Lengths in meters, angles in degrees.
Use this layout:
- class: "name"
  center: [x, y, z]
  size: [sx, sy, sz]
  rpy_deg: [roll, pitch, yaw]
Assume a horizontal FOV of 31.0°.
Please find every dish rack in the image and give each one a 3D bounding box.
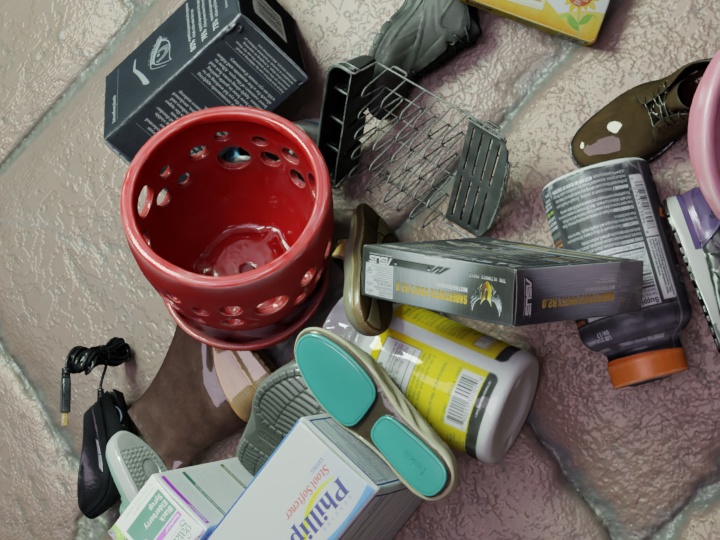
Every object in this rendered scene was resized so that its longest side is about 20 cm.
- class: "dish rack"
  center: [0.052, -0.113, 1.281]
  size: [0.200, 0.055, 0.154]
  rpy_deg: [33, 141, 20]

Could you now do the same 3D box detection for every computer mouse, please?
- class: "computer mouse"
  center: [-0.279, 0.173, 1.398]
  size: [0.046, 0.140, 0.201]
  rpy_deg: [5, 89, 16]

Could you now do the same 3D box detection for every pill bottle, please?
- class: "pill bottle"
  center: [0.242, 0.006, 1.203]
  size: [0.106, 0.106, 0.201]
  rpy_deg: [-17, 80, 21]
- class: "pill bottle"
  center: [0.063, 0.098, 1.269]
  size: [0.199, 0.114, 0.115]
  rpy_deg: [23, 96, 23]

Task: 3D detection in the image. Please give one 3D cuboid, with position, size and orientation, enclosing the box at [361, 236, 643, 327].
- class: "box"
  center: [0.121, 0.007, 1.144]
  size: [0.200, 0.158, 0.049]
  rpy_deg: [11, 101, 50]

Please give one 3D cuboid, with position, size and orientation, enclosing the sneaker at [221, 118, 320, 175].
- class: "sneaker"
  center: [-0.130, -0.119, 1.380]
  size: [0.199, 0.087, 0.075]
  rpy_deg: [-20, 81, 22]

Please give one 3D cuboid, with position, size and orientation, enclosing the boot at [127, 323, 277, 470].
- class: "boot"
  center: [-0.197, 0.100, 1.401]
  size: [0.166, 0.072, 0.200]
  rpy_deg: [-41, 76, 13]

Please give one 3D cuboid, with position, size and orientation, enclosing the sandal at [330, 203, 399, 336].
- class: "sandal"
  center: [0.000, 0.000, 1.264]
  size: [0.054, 0.200, 0.080]
  rpy_deg: [-26, 116, 22]

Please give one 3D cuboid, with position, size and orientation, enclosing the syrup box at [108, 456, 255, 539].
- class: "syrup box"
  center: [-0.155, 0.247, 1.305]
  size: [0.081, 0.200, 0.079]
  rpy_deg: [42, 103, 19]

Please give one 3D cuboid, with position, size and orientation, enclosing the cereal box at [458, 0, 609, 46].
- class: "cereal box"
  center: [0.192, -0.336, 1.257]
  size: [0.143, 0.040, 0.201]
  rpy_deg: [20, 94, 0]

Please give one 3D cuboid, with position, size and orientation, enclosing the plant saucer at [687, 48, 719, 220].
- class: "plant saucer"
  center: [0.358, -0.123, 1.136]
  size: [0.051, 0.200, 0.202]
  rpy_deg: [12, 92, 59]

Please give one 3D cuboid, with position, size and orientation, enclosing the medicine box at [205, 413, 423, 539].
- class: "medicine box"
  center: [-0.035, 0.235, 1.254]
  size: [0.103, 0.200, 0.182]
  rpy_deg: [42, 102, 20]

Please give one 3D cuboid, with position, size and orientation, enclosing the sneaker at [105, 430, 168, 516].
- class: "sneaker"
  center: [-0.248, 0.275, 1.388]
  size: [0.118, 0.074, 0.201]
  rpy_deg: [-22, 100, 23]

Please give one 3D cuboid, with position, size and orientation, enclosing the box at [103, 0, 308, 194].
- class: "box"
  center: [-0.165, -0.200, 1.355]
  size: [0.200, 0.104, 0.148]
  rpy_deg: [-39, 32, 17]

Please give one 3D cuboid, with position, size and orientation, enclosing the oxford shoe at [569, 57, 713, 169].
- class: "oxford shoe"
  center: [0.281, -0.152, 1.209]
  size: [0.199, 0.084, 0.073]
  rpy_deg: [-28, 78, 21]

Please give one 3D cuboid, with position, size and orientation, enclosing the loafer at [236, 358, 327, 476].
- class: "loafer"
  center: [-0.069, 0.138, 1.305]
  size: [0.075, 0.070, 0.200]
  rpy_deg: [39, 139, 3]

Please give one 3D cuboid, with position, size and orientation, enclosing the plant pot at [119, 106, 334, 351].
- class: "plant pot"
  center: [-0.121, -0.034, 1.280]
  size: [0.199, 0.183, 0.201]
  rpy_deg: [-2, 64, 3]

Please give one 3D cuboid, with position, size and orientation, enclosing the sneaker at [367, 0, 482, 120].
- class: "sneaker"
  center: [0.071, -0.237, 1.312]
  size: [0.091, 0.076, 0.201]
  rpy_deg: [30, 102, 12]

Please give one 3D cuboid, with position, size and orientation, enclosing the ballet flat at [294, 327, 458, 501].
- class: "ballet flat"
  center: [0.018, 0.129, 1.198]
  size: [0.069, 0.069, 0.200]
  rpy_deg: [-44, 80, 15]

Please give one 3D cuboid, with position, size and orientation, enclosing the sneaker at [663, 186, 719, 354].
- class: "sneaker"
  center: [0.349, 0.012, 1.177]
  size: [0.087, 0.076, 0.201]
  rpy_deg: [-21, 79, 14]
